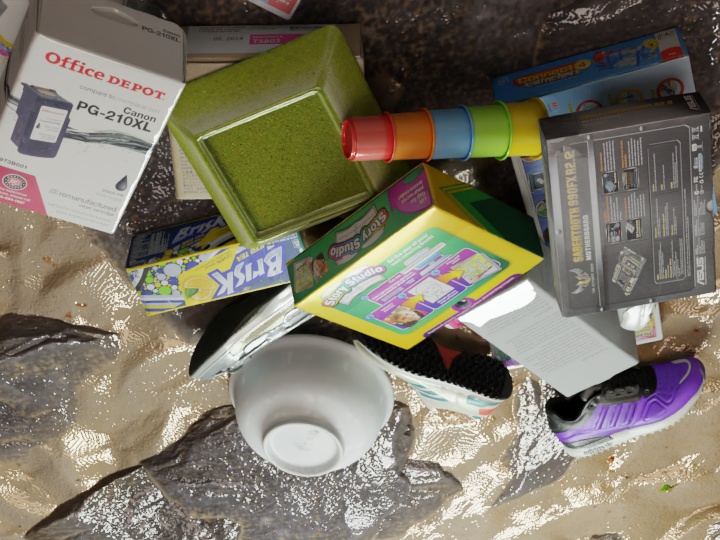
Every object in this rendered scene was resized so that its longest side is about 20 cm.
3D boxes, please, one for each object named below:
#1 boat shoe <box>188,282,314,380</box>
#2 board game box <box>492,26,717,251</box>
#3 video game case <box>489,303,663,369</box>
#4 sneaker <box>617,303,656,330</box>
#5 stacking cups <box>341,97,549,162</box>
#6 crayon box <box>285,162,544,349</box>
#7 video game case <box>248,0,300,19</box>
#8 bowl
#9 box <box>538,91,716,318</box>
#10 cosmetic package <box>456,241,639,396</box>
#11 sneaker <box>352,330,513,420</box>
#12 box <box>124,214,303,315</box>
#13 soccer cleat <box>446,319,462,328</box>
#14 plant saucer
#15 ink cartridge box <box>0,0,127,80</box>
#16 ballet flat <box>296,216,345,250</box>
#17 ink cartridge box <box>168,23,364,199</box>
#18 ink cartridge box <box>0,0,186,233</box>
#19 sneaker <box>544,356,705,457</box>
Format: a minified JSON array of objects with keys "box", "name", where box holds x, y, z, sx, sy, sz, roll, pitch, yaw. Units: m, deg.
[{"box":[-0.114,0.065,1.628,0.201,0.075,0.065,-40,115,19],"name":"boat shoe"},{"box":[0.253,-0.128,1.486,0.193,0.056,0.202,-14,128,10],"name":"board game box"},{"box":[0.232,0.031,1.624,0.197,0.024,0.183,-12,135,8],"name":"video game case"},{"box":[0.259,-0.027,1.494,0.098,0.078,0.202,-3,120,11],"name":"sneaker"},{"box":[0.080,-0.134,1.373,0.197,0.061,0.061,-2,131,-19],"name":"stacking cups"},{"box":[0.054,-0.010,1.455,0.171,0.059,0.199,23,134,-41],"name":"crayon box"},{"box":[-0.121,-0.333,1.342,0.198,0.018,0.144,23,124,-18],"name":"video game case"},{"box":[-0.062,0.176,1.690,0.198,0.091,0.203,4,134,4],"name":"bowl"},{"box":[0.258,-0.060,1.392,0.156,0.049,0.202,-10,120,2],"name":"box"},{"box":[0.202,0.049,1.562,0.101,0.072,0.199,-29,132,32],"name":"cosmetic package"},{"box":[0.073,0.123,1.676,0.197,0.071,0.094,21,139,-10],"name":"sneaker"},{"box":[-0.148,-0.016,1.566,0.197,0.065,0.071,-13,128,10],"name":"box"},{"box":[0.064,-0.019,1.575,0.085,0.070,0.201,3,135,26],"name":"soccer cleat"},{"box":[-0.071,-0.112,1.405,0.197,0.048,0.201,-20,127,14],"name":"plant saucer"},{"box":[-0.338,-0.236,1.375,0.147,0.086,0.199,36,121,-26],"name":"ink cartridge box"},{"box":[0.000,0.000,1.558,0.071,0.068,0.201,3,144,27],"name":"ballet flat"},{"box":[-0.093,-0.158,1.446,0.197,0.076,0.166,0,127,0],"name":"ink cartridge box"},{"box":[-0.262,-0.148,1.344,0.143,0.085,0.201,16,130,-22],"name":"ink cartridge box"},{"box":[0.304,0.145,1.697,0.199,0.070,0.100,-30,121,21],"name":"sneaker"}]
